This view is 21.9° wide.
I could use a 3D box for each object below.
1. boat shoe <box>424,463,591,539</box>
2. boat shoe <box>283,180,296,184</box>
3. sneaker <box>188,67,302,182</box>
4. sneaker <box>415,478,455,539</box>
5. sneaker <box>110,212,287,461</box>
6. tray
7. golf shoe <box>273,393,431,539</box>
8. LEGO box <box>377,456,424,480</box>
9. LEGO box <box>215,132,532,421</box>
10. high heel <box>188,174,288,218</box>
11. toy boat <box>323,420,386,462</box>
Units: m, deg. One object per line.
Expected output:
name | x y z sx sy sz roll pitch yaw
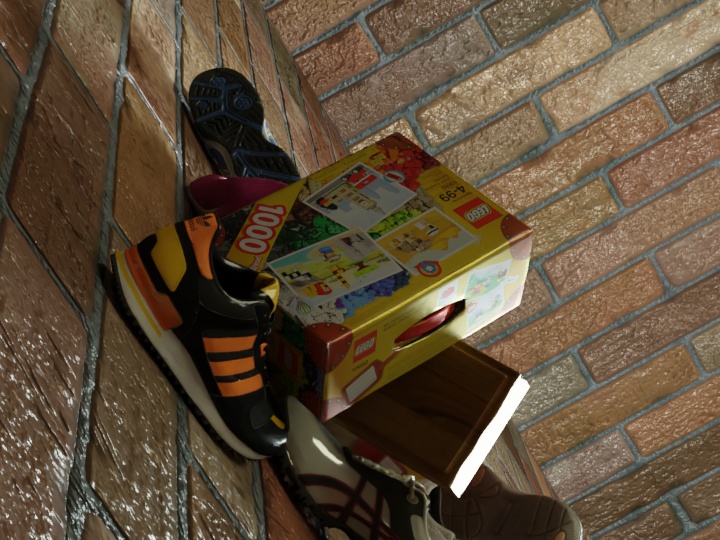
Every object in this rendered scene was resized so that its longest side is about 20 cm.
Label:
boat shoe | 0.124 0.221 1.596 0.072 0.076 0.200 42 -12 -36
boat shoe | -0.063 0.027 1.583 0.093 0.075 0.200 117 -14 -50
sneaker | -0.121 -0.120 1.874 0.077 0.076 0.200 94 -26 -58
sneaker | 0.066 0.255 1.531 0.200 0.082 0.075 64 7 29
sneaker | -0.082 0.046 1.236 0.200 0.090 0.070 56 8 -36
tray | 0.016 0.077 1.397 0.200 0.099 0.037 29 -11 25
golf shoe | 0.003 0.168 1.398 0.200 0.088 0.077 57 8 -6
LEGO box | 0.089 0.261 1.725 0.149 0.077 0.200 55 8 -46
LEGO box | 0.000 0.000 1.351 0.149 0.200 0.077 38 -39 31
high heel | -0.097 -0.062 1.595 0.067 0.096 0.200 59 6 -8
toy boat | 0.025 0.101 1.554 0.131 0.131 0.200 26 12 -6
